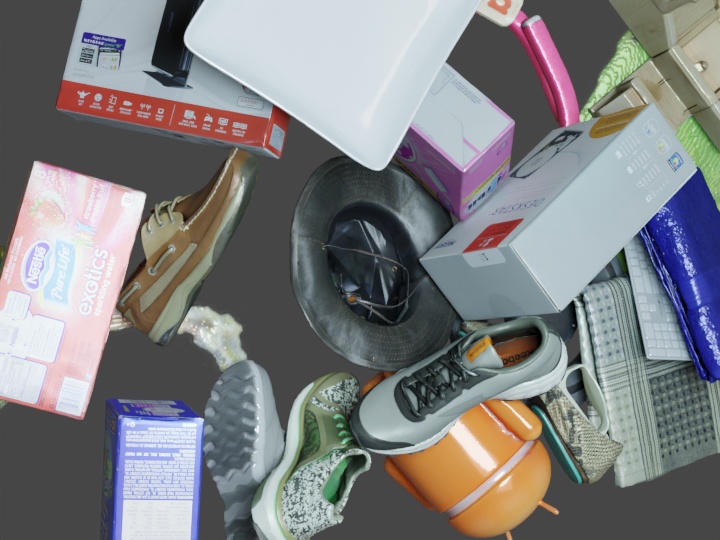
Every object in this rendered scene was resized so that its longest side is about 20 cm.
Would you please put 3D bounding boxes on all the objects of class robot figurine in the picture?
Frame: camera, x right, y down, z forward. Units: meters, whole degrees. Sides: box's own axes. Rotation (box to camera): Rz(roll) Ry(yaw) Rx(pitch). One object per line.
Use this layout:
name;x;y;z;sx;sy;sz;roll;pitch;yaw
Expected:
robot figurine;0.092;0.160;1.341;0.144;0.117;0.200;-42;86;4

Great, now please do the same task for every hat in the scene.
hat;0.000;0.000;1.336;0.200;0.081;0.201;10;70;-29

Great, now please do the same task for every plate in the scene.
plate;-0.019;-0.214;1.216;0.199;0.032;0.200;32;80;-16

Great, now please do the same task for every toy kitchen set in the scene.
toy kitchen set;0.319;-0.195;1.385;0.163;0.180;0.200;-39;95;-12

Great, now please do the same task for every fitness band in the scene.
fitness band;0.129;-0.166;1.405;0.143;0.037;0.200;-26;95;-15

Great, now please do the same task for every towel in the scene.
towel;0.293;0.098;1.435;0.192;0.035;0.201;-12;92;-35
towel;0.322;0.002;1.405;0.148;0.049;0.201;-16;84;-60

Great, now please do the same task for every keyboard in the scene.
keyboard;0.279;-0.007;1.416;0.056;0.011;0.201;6;63;-29

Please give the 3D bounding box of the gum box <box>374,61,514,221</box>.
gum box;0.041;-0.148;1.304;0.066;0.114;0.200;-44;74;-12

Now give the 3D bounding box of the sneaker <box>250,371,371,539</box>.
sneaker;-0.020;0.165;1.292;0.077;0.088;0.200;56;36;-29

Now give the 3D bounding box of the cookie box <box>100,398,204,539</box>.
cookie box;-0.180;0.216;1.244;0.075;0.171;0.201;3;89;-13

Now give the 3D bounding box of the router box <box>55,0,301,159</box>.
router box;-0.147;-0.203;1.271;0.199;0.049;0.180;11;86;17

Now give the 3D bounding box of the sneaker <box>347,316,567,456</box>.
sneaker;0.079;0.090;1.250;0.200;0.079;0.074;-25;61;-3

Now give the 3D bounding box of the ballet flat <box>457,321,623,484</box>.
ballet flat;0.172;0.104;1.347;0.075;0.068;0.200;-40;102;-7

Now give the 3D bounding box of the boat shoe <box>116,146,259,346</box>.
boat shoe;-0.156;-0.023;1.265;0.074;0.076;0.200;30;116;-5

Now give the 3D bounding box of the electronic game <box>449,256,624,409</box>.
electronic game;0.173;0.040;1.412;0.199;0.042;0.201;0;91;-25

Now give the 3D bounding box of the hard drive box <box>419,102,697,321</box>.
hard drive box;0.174;-0.049;1.301;0.200;0.156;0.077;-44;105;-24

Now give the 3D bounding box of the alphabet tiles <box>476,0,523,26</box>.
alphabet tiles;0.080;-0.324;1.388;0.195;0.015;0.200;28;75;-5

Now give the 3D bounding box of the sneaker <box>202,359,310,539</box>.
sneaker;-0.088;0.180;1.335;0.082;0.075;0.201;-3;85;-50

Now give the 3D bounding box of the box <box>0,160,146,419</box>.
box;-0.262;0.017;1.260;0.102;0.095;0.201;16;85;-15
